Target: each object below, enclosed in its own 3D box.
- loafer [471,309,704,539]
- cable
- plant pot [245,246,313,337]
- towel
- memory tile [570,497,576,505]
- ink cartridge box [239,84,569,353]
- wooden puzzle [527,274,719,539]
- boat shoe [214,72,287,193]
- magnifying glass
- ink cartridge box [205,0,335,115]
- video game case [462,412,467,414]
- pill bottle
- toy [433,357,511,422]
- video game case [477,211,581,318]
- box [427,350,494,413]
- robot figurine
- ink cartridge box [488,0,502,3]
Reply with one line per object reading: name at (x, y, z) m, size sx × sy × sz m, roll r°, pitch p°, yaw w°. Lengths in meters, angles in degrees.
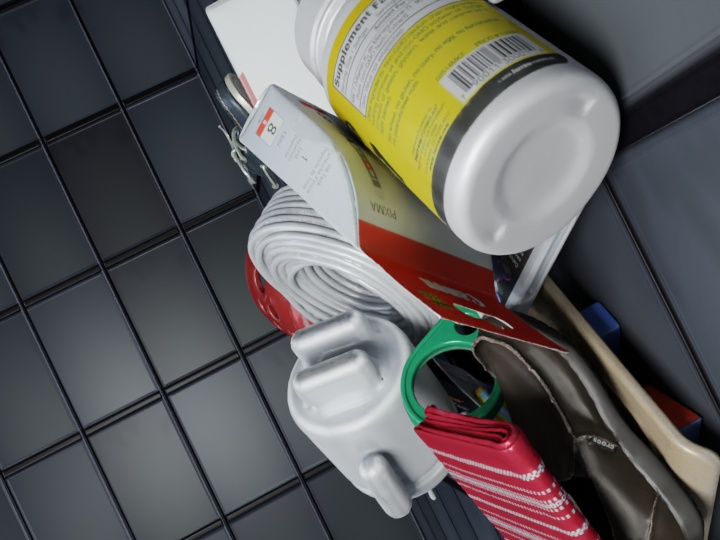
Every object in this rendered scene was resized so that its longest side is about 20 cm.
loafer at (0.134, 0.111, 0.622) m, size 0.200 × 0.071 × 0.073 m, roll 50°, pitch 164°, yaw 22°
cable at (0.000, 0.000, 0.832) m, size 0.199 × 0.070 × 0.200 m, roll -1°, pitch 147°, yaw 49°
plant pot at (-0.028, 0.004, 1.210) m, size 0.182 × 0.199 × 0.202 m, roll 23°, pitch 140°, yaw 64°
towel at (0.123, 0.169, 0.608) m, size 0.200 × 0.022 × 0.144 m, roll 51°, pitch 164°, yaw -10°
memory tile at (0.203, 0.228, 0.981) m, size 0.154 × 0.017 × 0.200 m, roll 59°, pitch 172°, yaw -15°
ink cartridge box at (0.036, -0.032, 0.596) m, size 0.200 × 0.050 × 0.162 m, roll 40°, pitch -167°, yaw 37°
wooden puzzle at (0.186, 0.104, 0.697) m, size 0.200 × 0.046 × 0.186 m, roll 51°, pitch 165°, yaw 39°
boat shoe at (-0.099, -0.124, 0.989) m, size 0.200 × 0.061 × 0.075 m, roll 47°, pitch -160°, yaw -55°
magnifying glass at (0.084, 0.038, 0.735) m, size 0.022 × 0.079 × 0.201 m, roll 65°, pitch -144°, yaw -50°
ink cartridge box at (-0.067, -0.213, 0.952) m, size 0.145 × 0.083 × 0.200 m, roll 63°, pitch -169°, yaw -11°
video game case at (0.166, 0.206, 0.784) m, size 0.182 × 0.023 × 0.200 m, roll 42°, pitch 178°, yaw 32°
pill bottle at (0.047, -0.110, 0.567) m, size 0.200 × 0.114 × 0.115 m, roll 49°, pitch 164°, yaw 40°
toy at (0.160, 0.134, 0.857) m, size 0.115 × 0.047 × 0.200 m, roll 31°, pitch -169°, yaw -41°
video game case at (0.080, -0.081, 0.676) m, size 0.201 × 0.023 × 0.183 m, roll 59°, pitch 151°, yaw 30°
box at (0.064, 0.099, 1.021) m, size 0.158 × 0.046 × 0.200 m, roll 26°, pitch -168°, yaw -16°
robot figurine at (0.014, 0.117, 0.796) m, size 0.171 × 0.112 × 0.200 m, roll -92°, pitch -24°, yaw -43°
ink cartridge box at (0.026, -0.278, 0.537) m, size 0.200 × 0.043 × 0.197 m, roll 57°, pitch 171°, yaw 46°
